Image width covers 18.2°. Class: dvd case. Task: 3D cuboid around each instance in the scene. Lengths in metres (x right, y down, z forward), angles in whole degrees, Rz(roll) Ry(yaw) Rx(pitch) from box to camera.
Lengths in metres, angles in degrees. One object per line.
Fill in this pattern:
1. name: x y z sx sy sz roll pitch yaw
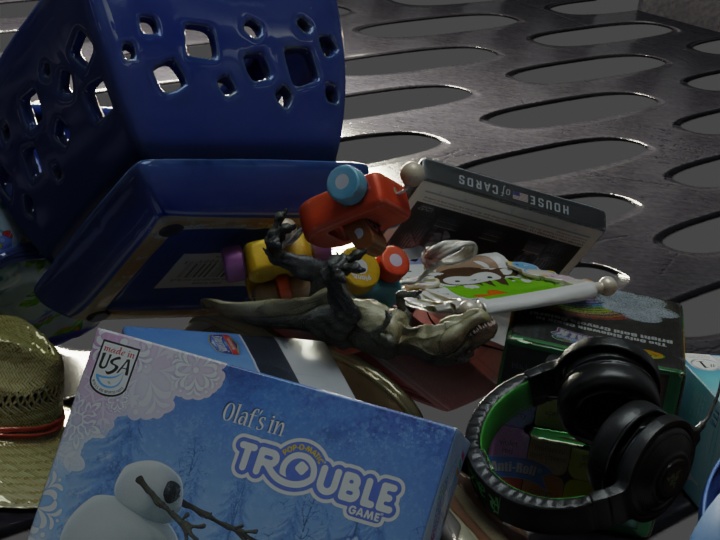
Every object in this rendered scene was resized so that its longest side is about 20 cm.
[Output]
1. dvd case: 0.075 -0.004 1.697 0.149 0.200 0.025 15 53 -17

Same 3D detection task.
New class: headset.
1. headset: 0.162 0.104 1.349 0.199 0.094 0.124 -18 40 -5

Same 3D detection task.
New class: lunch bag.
1. lunch bag: -0.240 0.001 1.582 0.199 0.161 0.083 -12 65 -55

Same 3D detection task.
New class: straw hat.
1. straw hat: -0.238 0.075 1.451 0.199 0.086 0.201 8 16 -2

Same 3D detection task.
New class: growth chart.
1. growth chart: 0.069 0.007 1.559 0.144 0.018 0.199 -12 16 -37

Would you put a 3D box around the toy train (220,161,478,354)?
1. toy train: 0.000 0.000 1.410 0.149 0.056 0.200 -20 -22 17

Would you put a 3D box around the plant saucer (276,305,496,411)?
1. plant saucer: -0.022 0.044 1.631 0.199 0.037 0.200 20 -10 28

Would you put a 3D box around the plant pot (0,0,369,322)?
1. plant pot: -0.119 -0.077 1.464 0.199 0.200 0.181 -1 62 -35

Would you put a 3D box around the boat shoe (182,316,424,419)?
1. boat shoe: -0.047 0.088 1.565 0.199 0.072 0.065 20 55 28

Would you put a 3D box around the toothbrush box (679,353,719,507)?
1. toothbrush box: 0.308 0.134 1.551 0.145 0.086 0.200 4 19 -13

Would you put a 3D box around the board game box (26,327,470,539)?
1. board game box: -0.069 0.150 1.114 0.199 0.200 0.043 14 -13 17

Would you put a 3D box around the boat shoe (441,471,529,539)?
1. boat shoe: 0.065 0.168 1.348 0.071 0.076 0.200 6 26 -22

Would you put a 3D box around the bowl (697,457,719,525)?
1. bowl: 0.301 0.174 1.360 0.199 0.040 0.202 4 45 -4

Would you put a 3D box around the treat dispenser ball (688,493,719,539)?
1. treat dispenser ball: 0.260 0.184 1.159 0.199 0.203 0.201 8 17 -3

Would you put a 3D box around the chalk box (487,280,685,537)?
1. chalk box: 0.150 0.097 1.523 0.124 0.125 0.200 11 18 5

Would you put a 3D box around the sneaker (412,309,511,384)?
1. sneaker: 0.133 0.069 1.692 0.199 0.081 0.077 29 53 4

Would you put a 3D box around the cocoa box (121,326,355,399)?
1. cocoa box: -0.072 0.128 1.282 0.130 0.134 0.200 5 17 -14

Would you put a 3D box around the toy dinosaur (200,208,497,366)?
1. toy dinosaur: -0.021 0.014 1.333 0.199 0.089 0.048 10 49 24
